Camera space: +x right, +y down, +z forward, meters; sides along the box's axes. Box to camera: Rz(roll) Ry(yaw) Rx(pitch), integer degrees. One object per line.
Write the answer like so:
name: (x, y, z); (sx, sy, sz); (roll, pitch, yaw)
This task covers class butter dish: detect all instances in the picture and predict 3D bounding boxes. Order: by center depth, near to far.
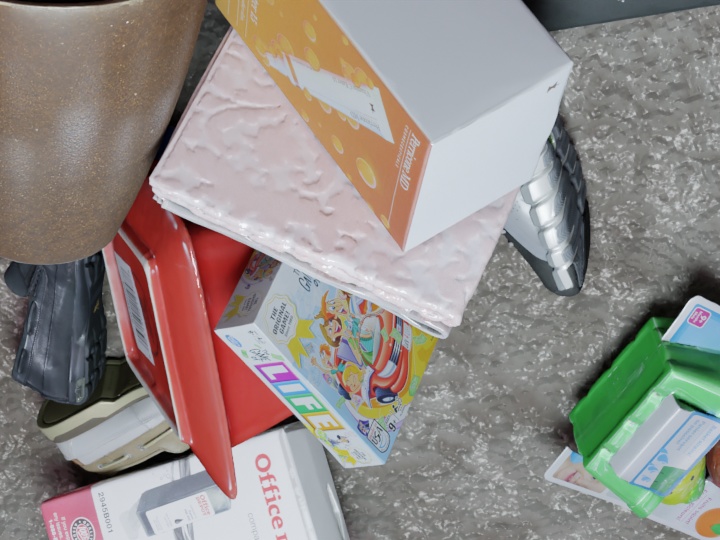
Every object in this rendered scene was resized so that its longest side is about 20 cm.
butter dish: (-0.075, 0.009, 1.221); (0.148, 0.199, 0.200); (-18, 118, -17)

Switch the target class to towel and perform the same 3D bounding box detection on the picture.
towel: (-0.001, -0.074, 1.128); (0.200, 0.191, 0.032); (25, 147, 0)

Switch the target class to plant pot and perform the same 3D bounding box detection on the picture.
plant pot: (-0.180, -0.109, 1.094); (0.186, 0.187, 0.200); (7, 126, -2)

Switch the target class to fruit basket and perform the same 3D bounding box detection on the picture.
fruit basket: (0.261, 0.123, 1.363); (0.200, 0.094, 0.185); (27, 119, -19)

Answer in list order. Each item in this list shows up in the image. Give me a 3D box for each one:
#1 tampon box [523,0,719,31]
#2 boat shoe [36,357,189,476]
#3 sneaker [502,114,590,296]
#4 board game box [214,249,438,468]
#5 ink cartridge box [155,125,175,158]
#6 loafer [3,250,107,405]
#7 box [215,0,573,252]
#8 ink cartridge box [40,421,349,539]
tampon box: (0.151, -0.236, 1.078); (0.199, 0.126, 0.150); (-8, 130, 6)
boat shoe: (-0.133, 0.088, 1.369); (0.200, 0.075, 0.068); (-22, 123, 26)
sneaker: (0.080, -0.066, 1.269); (0.115, 0.075, 0.200); (-5, 125, 22)
board game box: (0.000, 0.000, 1.167); (0.034, 0.200, 0.134); (-10, 133, 41)
ink cartridge box: (-0.072, -0.029, 1.308); (0.200, 0.039, 0.100); (17, 122, -8)
loafer: (-0.211, 0.002, 1.314); (0.070, 0.068, 0.201); (11, 120, 6)
box: (0.013, -0.134, 1.069); (0.097, 0.200, 0.124); (-30, 160, -19)
ink cartridge box: (-0.114, 0.207, 1.397); (0.200, 0.085, 0.146); (-18, 85, 11)
